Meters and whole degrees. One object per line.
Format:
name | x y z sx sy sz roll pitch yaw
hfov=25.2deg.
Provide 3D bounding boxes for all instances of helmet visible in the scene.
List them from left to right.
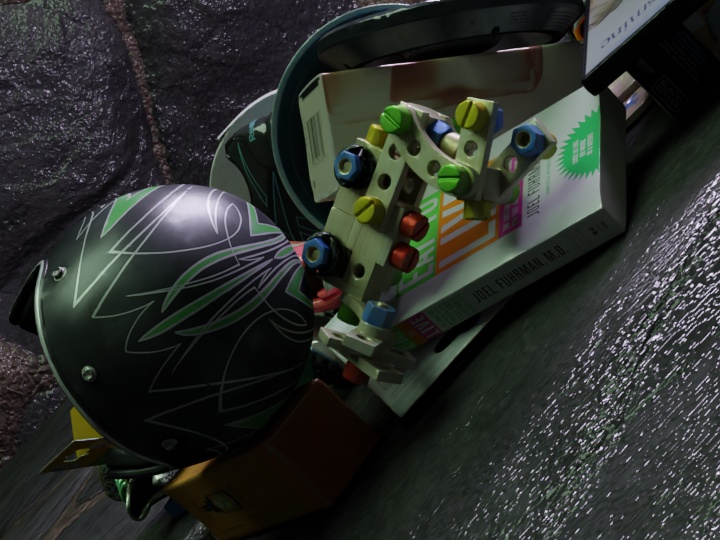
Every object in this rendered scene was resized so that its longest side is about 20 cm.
helmet | -0.126 0.037 1.060 0.200 0.200 0.191 -52 10 -30

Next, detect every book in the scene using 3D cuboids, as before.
book | 0.090 -0.029 1.080 0.199 0.048 0.134 -31 30 30

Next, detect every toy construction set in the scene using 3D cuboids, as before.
toy construction set | 0.031 -0.024 1.034 0.201 0.131 0.092 -62 -32 -1

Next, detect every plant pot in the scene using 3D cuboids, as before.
plant pot | 0.039 -0.119 1.390 0.200 0.200 0.188 -45 -5 9

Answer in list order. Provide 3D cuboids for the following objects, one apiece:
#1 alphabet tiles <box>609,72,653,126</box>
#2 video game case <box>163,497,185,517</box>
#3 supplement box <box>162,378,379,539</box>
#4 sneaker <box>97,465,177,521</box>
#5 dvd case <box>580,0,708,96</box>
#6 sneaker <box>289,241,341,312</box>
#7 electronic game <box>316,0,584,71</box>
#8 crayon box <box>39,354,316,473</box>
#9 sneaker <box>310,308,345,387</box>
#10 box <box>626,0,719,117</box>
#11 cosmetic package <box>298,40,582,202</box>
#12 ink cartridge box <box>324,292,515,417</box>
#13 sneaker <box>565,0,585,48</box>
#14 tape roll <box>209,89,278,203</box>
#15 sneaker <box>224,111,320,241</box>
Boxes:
alphabet tiles | 0.231 -0.171 1.251 0.200 0.015 0.196 -45 9 18
video game case | -0.096 0.127 1.473 0.143 0.018 0.200 -41 11 38
supplement box | -0.067 0.139 1.143 0.069 0.067 0.200 -53 11 -32
sneaker | -0.199 0.184 1.448 0.200 0.077 0.089 -40 20 54
dvd case | 0.207 -0.205 1.091 0.143 0.018 0.200 -41 17 26
sneaker | 0.000 0.000 1.264 0.199 0.074 0.087 -19 9 11
electronic game | 0.066 -0.176 1.185 0.199 0.042 0.200 -9 -1 0
crayon box | -0.145 0.112 1.262 0.199 0.052 0.126 -5 -15 -25
sneaker | -0.033 0.047 1.357 0.073 0.072 0.200 -53 10 3
box | 0.258 -0.209 1.112 0.200 0.060 0.117 -44 16 15
cosmetic package | 0.063 -0.110 1.197 0.199 0.088 0.103 -8 -3 -13
ink cartridge box | 0.062 0.027 1.149 0.160 0.047 0.200 -47 23 -2
sneaker | 0.203 -0.228 1.414 0.079 0.074 0.200 -44 9 -7
tape roll | -0.044 -0.075 1.514 0.203 0.203 0.037 -46 9 3
sneaker | -0.049 -0.057 1.465 0.079 0.201 0.076 -18 25 25
